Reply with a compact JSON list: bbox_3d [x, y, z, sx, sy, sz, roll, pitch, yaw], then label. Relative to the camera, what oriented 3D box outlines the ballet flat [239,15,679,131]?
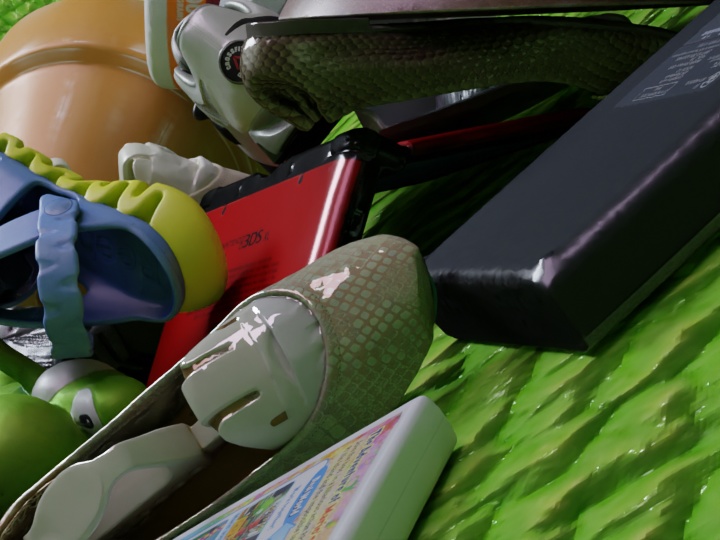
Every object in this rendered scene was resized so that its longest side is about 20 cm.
[{"bbox_3d":[0.047,-0.084,0.812,0.198,0.047,0.067,-2,4,-15],"label":"ballet flat"}]

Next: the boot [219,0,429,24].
[{"bbox_3d":[0.006,-0.164,0.977,0.200,0.095,0.074,-40,38,55],"label":"boot"}]

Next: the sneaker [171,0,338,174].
[{"bbox_3d":[-0.050,-0.098,0.965,0.074,0.088,0.200,-52,-3,-3],"label":"sneaker"}]

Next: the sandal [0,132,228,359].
[{"bbox_3d":[-0.162,-0.011,0.876,0.199,0.080,0.087,11,35,32],"label":"sandal"}]

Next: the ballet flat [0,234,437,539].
[{"bbox_3d":[-0.055,0.061,0.678,0.200,0.068,0.062,-43,-24,18],"label":"ballet flat"}]

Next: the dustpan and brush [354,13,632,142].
[{"bbox_3d":[0.044,-0.096,0.978,0.139,0.058,0.200,-21,-5,-13],"label":"dustpan and brush"}]

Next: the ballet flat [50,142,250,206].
[{"bbox_3d":[-0.131,-0.031,0.987,0.198,0.070,0.069,-15,7,-10],"label":"ballet flat"}]

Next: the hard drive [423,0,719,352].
[{"bbox_3d":[0.114,-0.050,0.671,0.200,0.033,0.139,-41,11,-13],"label":"hard drive"}]

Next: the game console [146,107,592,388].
[{"bbox_3d":[0.000,0.000,0.892,0.200,0.118,0.174,-16,56,65],"label":"game console"}]

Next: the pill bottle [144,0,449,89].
[{"bbox_3d":[-0.020,-0.156,1.115,0.198,0.115,0.114,3,17,3],"label":"pill bottle"}]

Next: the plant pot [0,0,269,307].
[{"bbox_3d":[-0.166,-0.037,1.196,0.200,0.200,0.184,-31,29,35],"label":"plant pot"}]

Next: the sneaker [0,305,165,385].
[{"bbox_3d":[-0.138,0.053,1.049,0.199,0.073,0.083,-20,54,37],"label":"sneaker"}]

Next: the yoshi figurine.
[{"bbox_3d":[-0.165,0.084,0.891,0.200,0.112,0.112,-16,40,58],"label":"yoshi figurine"}]

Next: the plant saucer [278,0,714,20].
[{"bbox_3d":[0.061,-0.132,0.869,0.198,0.035,0.200,-3,6,0],"label":"plant saucer"}]

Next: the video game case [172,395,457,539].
[{"bbox_3d":[-0.069,0.130,0.566,0.181,0.024,0.200,-32,12,30],"label":"video game case"}]
